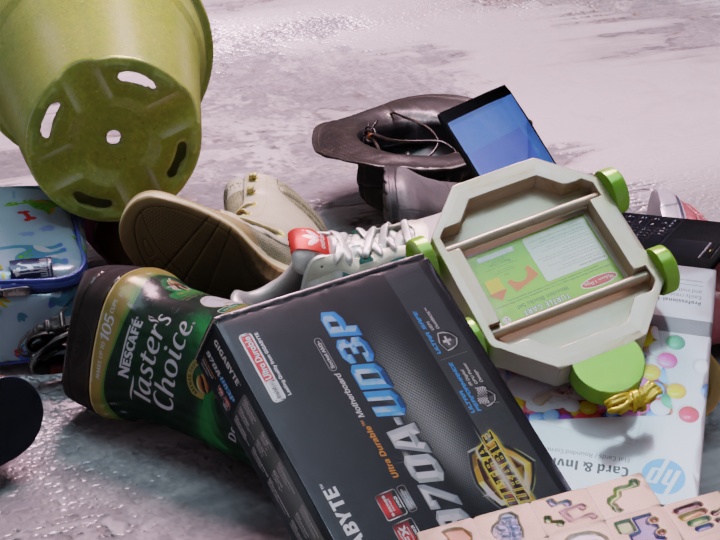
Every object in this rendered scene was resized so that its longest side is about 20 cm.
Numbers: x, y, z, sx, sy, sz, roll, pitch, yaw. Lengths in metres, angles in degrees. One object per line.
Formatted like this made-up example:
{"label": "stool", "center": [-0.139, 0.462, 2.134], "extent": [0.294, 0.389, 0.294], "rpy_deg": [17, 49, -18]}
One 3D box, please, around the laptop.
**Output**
{"label": "laptop", "center": [0.175, -0.069, 1.287], "extent": [0.198, 0.104, 0.177], "rpy_deg": [7, 15, 20]}

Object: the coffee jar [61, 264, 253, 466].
{"label": "coffee jar", "center": [-0.103, 0.063, 1.147], "extent": [0.199, 0.105, 0.085], "rpy_deg": [15, 10, 28]}

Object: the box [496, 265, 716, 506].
{"label": "box", "center": [0.147, 0.075, 1.136], "extent": [0.155, 0.041, 0.201], "rpy_deg": [7, 49, 10]}

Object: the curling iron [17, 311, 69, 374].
{"label": "curling iron", "center": [-0.147, 0.052, 1.251], "extent": [0.199, 0.050, 0.026], "rpy_deg": [-1, 52, -30]}

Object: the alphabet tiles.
{"label": "alphabet tiles", "center": [0.111, 0.168, 0.899], "extent": [0.198, 0.006, 0.167], "rpy_deg": [-14, 29, -7]}

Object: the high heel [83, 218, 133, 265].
{"label": "high heel", "center": [-0.182, -0.016, 1.357], "extent": [0.199, 0.068, 0.096], "rpy_deg": [25, 22, 35]}

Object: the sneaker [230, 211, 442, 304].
{"label": "sneaker", "center": [0.000, 0.000, 1.203], "extent": [0.199, 0.094, 0.070], "rpy_deg": [-33, 26, 14]}

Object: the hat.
{"label": "hat", "center": [0.057, -0.090, 1.539], "extent": [0.199, 0.082, 0.201], "rpy_deg": [-4, 21, 1]}

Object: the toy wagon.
{"label": "toy wagon", "center": [0.127, 0.016, 1.127], "extent": [0.154, 0.040, 0.201], "rpy_deg": [-20, 60, -15]}

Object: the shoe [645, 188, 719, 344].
{"label": "shoe", "center": [0.282, -0.001, 1.380], "extent": [0.090, 0.072, 0.200], "rpy_deg": [4, 28, -4]}

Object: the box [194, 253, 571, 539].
{"label": "box", "center": [0.017, 0.098, 1.024], "extent": [0.158, 0.046, 0.201], "rpy_deg": [-16, 64, -31]}

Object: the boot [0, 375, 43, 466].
{"label": "boot", "center": [-0.305, 0.114, 1.087], "extent": [0.199, 0.075, 0.097], "rpy_deg": [-17, 13, -38]}

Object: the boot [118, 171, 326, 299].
{"label": "boot", "center": [-0.096, -0.027, 1.302], "extent": [0.199, 0.072, 0.155], "rpy_deg": [27, 22, -25]}

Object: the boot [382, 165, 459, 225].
{"label": "boot", "center": [0.091, -0.049, 1.382], "extent": [0.130, 0.070, 0.200], "rpy_deg": [0, 3, 12]}

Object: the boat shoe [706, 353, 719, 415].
{"label": "boat shoe", "center": [0.161, 0.056, 1.234], "extent": [0.199, 0.069, 0.071], "rpy_deg": [25, 69, 19]}

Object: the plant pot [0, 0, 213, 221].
{"label": "plant pot", "center": [-0.198, -0.134, 1.343], "extent": [0.199, 0.202, 0.185], "rpy_deg": [-3, 29, -13]}

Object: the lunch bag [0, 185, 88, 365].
{"label": "lunch bag", "center": [-0.283, 0.001, 1.304], "extent": [0.159, 0.083, 0.200], "rpy_deg": [-4, 24, -8]}
